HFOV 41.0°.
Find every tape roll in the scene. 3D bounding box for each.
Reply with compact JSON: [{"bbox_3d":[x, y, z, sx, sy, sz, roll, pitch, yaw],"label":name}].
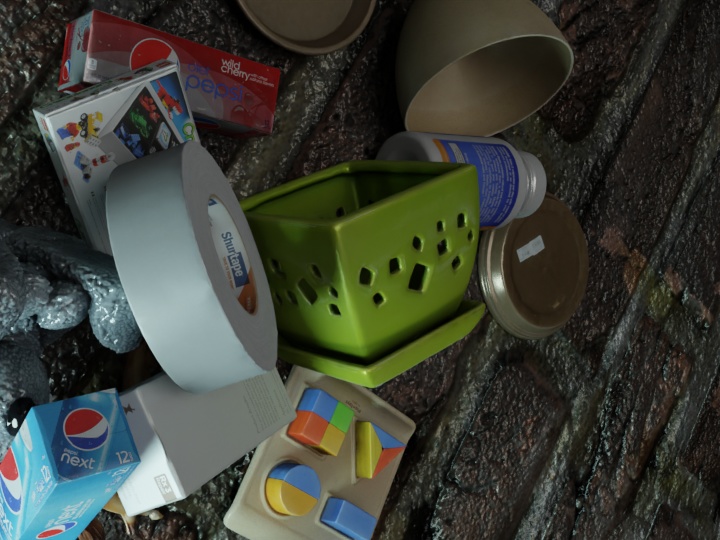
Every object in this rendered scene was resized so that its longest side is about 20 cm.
[{"bbox_3d":[-0.134,-0.003,0.794,0.066,0.200,0.200,-19,105,7],"label":"tape roll"}]

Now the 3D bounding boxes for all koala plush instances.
[{"bbox_3d":[-0.296,0.071,0.785,0.177,0.184,0.200,0,111,-49],"label":"koala plush"}]

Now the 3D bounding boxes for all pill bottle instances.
[{"bbox_3d":[0.120,-0.101,1.115,0.200,0.112,0.112,-2,91,-39],"label":"pill bottle"}]

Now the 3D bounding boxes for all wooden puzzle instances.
[{"bbox_3d":[-0.030,0.218,1.037,0.185,0.046,0.200,38,68,-31],"label":"wooden puzzle"}]

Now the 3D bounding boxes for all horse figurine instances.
[{"bbox_3d":[-0.208,0.177,0.898,0.133,0.050,0.200,50,59,-35],"label":"horse figurine"}]

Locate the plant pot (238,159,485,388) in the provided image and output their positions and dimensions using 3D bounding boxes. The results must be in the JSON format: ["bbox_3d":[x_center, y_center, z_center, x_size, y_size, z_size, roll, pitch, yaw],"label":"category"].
[{"bbox_3d":[0.000,0.000,0.976,0.200,0.199,0.182,-26,112,-36],"label":"plant pot"}]

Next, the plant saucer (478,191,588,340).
[{"bbox_3d":[0.233,-0.009,1.256,0.200,0.029,0.200,0,90,-37],"label":"plant saucer"}]

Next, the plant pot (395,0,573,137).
[{"bbox_3d":[0.120,-0.252,1.088,0.200,0.200,0.135,-4,64,-38],"label":"plant pot"}]

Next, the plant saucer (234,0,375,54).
[{"bbox_3d":[-0.066,-0.327,1.017,0.200,0.029,0.200,0,90,-39],"label":"plant saucer"}]

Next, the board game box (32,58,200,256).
[{"bbox_3d":[-0.199,-0.074,0.871,0.126,0.035,0.200,-28,124,-26],"label":"board game box"}]

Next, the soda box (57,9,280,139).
[{"bbox_3d":[-0.178,-0.182,0.916,0.200,0.063,0.070,11,84,-38],"label":"soda box"}]

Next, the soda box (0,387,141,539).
[{"bbox_3d":[-0.245,0.168,0.772,0.068,0.200,0.064,-10,65,-37],"label":"soda box"}]

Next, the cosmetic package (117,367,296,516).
[{"bbox_3d":[-0.147,0.131,0.872,0.200,0.074,0.102,-23,89,-62],"label":"cosmetic package"}]
